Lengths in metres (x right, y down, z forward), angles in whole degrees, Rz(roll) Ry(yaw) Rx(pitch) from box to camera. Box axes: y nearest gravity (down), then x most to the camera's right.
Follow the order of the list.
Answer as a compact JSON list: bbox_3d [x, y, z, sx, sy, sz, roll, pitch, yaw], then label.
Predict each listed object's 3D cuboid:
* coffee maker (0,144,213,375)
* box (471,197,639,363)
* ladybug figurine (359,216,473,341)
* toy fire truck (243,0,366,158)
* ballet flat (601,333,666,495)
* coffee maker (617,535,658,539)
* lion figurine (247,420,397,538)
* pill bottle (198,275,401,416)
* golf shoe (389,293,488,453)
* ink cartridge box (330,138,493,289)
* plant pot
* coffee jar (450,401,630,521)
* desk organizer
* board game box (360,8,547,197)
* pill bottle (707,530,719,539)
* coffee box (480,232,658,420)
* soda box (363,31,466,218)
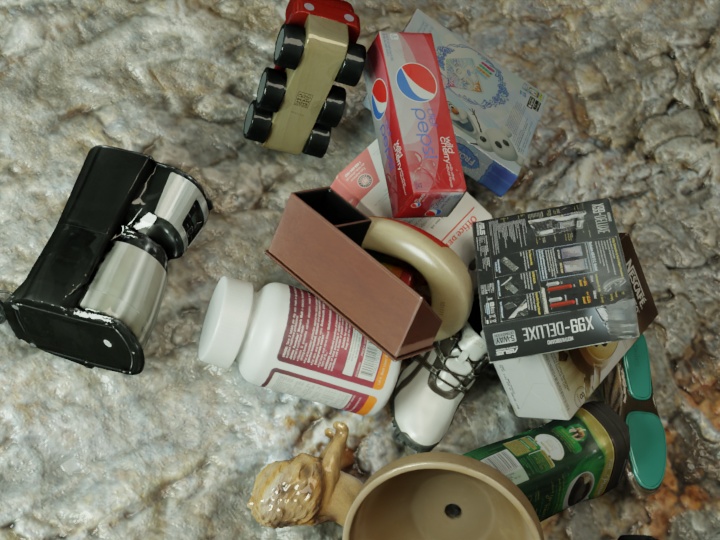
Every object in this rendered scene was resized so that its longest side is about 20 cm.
[{"bbox_3d":[-0.271,-0.022,1.489,0.190,0.135,0.202,25,58,-8],"label":"coffee maker"},{"bbox_3d":[0.201,0.006,1.547,0.156,0.050,0.201,-10,33,7],"label":"box"},{"bbox_3d":[0.040,0.002,1.599,0.198,0.137,0.072,23,38,24],"label":"ladybug figurine"},{"bbox_3d":[-0.050,-0.251,1.678,0.127,0.177,0.202,12,47,-16],"label":"toy fire truck"},{"bbox_3d":[0.305,0.165,1.674,0.067,0.067,0.202,14,61,-24],"label":"ballet flat"},{"bbox_3d":[0.239,0.361,1.470,0.199,0.193,0.135,-34,73,-33],"label":"coffee maker"},{"bbox_3d":[-0.012,0.237,1.508,0.199,0.072,0.124,29,68,-12],"label":"lion figurine"},{"bbox_3d":[-0.062,0.077,1.541,0.198,0.110,0.111,17,60,-14],"label":"pill bottle"},{"bbox_3d":[0.096,0.103,1.602,0.077,0.094,0.201,30,60,-10],"label":"golf shoe"},{"bbox_3d":[0.067,-0.055,1.682,0.200,0.068,0.116,44,58,4],"label":"ink cartridge box"},{"bbox_3d":[0.087,0.261,1.462,0.200,0.202,0.093,36,23,-2],"label":"plant pot"},{"bbox_3d":[0.197,0.216,1.581,0.198,0.105,0.085,-18,47,-29],"label":"coffee jar"},{"bbox_3d":[0.000,0.000,1.521,0.200,0.078,0.071,39,30,27],"label":"desk organizer"},{"bbox_3d":[0.116,-0.203,1.752,0.198,0.043,0.201,34,38,-5],"label":"board game box"},{"bbox_3d":[0.414,0.342,1.606,0.199,0.113,0.114,-27,78,-30],"label":"pill bottle"},{"bbox_3d":[0.234,0.058,1.618,0.200,0.079,0.114,-43,117,-35],"label":"coffee box"},{"bbox_3d":[0.057,-0.160,1.608,0.069,0.063,0.202,-2,66,-23],"label":"soda box"}]
